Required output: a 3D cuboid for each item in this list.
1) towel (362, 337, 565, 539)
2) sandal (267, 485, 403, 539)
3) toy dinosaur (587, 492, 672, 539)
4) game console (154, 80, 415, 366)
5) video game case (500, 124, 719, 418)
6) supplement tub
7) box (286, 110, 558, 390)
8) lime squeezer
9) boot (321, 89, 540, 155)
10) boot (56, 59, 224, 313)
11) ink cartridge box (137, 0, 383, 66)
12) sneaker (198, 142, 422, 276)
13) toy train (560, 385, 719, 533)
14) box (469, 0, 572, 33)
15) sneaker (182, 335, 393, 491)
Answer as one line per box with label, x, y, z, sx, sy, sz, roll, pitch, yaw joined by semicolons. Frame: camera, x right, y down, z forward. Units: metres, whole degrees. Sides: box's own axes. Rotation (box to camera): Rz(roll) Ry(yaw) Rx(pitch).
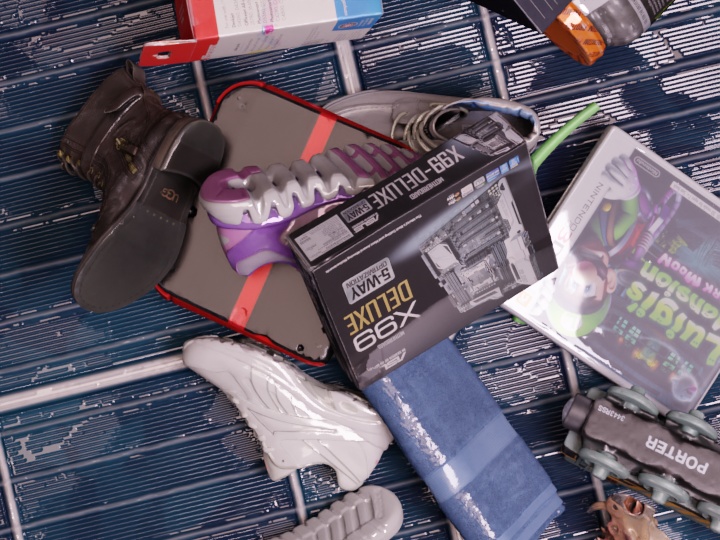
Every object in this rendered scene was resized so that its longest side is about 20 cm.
towel;0.084;0.150;1.637;0.048;0.112;0.200;-34;91;41
sandal;-0.048;0.259;1.654;0.202;0.083;0.050;-29;130;-2
toy dinosaur;0.240;0.281;1.644;0.135;0.086;0.201;17;104;11
game console;-0.069;-0.043;1.622;0.176;0.031;0.201;24;90;1
video game case;0.245;0.006;1.663;0.200;0.023;0.182;34;88;-10
supplement tub;0.230;-0.277;1.645;0.123;0.123;0.200;44;87;2
box;0.053;-0.014;1.556;0.200;0.158;0.050;-31;48;-10
lime squeezer;0.142;-0.055;1.654;0.070;0.038;0.201;17;99;-5
boot;0.055;-0.124;1.651;0.199;0.096;0.074;-2;87;0
boot;-0.206;-0.072;1.629;0.069;0.174;0.200;38;83;-40
ink cartridge box;-0.091;-0.222;1.633;0.199;0.116;0.068;-9;88;-10
sneaker;-0.030;-0.044;1.572;0.199;0.081;0.089;-11;117;-13
toy train;0.259;0.160;1.623;0.199;0.114;0.085;25;79;6
box;0.131;-0.312;1.583;0.182;0.200;0.104;-48;124;-3
sneaker;-0.070;0.125;1.651;0.200;0.078;0.100;27;91;2
